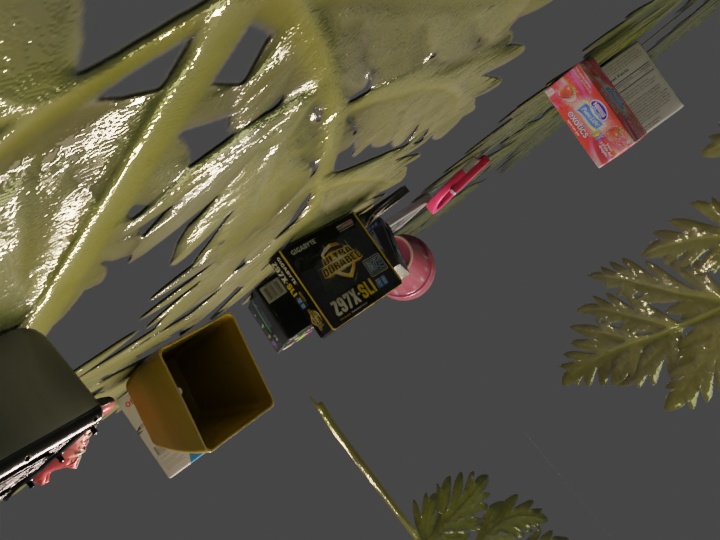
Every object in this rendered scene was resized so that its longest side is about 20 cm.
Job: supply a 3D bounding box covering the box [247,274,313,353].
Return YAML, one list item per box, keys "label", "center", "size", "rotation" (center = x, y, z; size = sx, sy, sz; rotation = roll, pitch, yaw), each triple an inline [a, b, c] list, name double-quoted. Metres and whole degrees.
- label: "box"
  center: [-0.132, 0.068, 1.570]
  size: [0.148, 0.125, 0.200]
  rotation: [-34, 175, -17]

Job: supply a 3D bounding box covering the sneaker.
- label: "sneaker"
  center: [-0.507, 0.300, 1.363]
  size: [0.199, 0.087, 0.074]
  rotation: [-35, 177, -3]

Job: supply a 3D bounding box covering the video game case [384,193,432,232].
- label: "video game case"
  center: [0.073, -0.110, 1.978]
  size: [0.199, 0.023, 0.182]
  rotation: [-33, 175, -32]

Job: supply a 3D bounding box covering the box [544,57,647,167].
- label: "box"
  center: [0.492, -0.330, 1.612]
  size: [0.094, 0.201, 0.102]
  rotation: [-37, 175, 40]

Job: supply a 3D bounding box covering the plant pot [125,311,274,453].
- label: "plant pot"
  center: [-0.318, 0.226, 1.454]
  size: [0.175, 0.202, 0.200]
  rotation: [-24, -177, 36]

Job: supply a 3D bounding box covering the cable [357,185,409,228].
- label: "cable"
  center: [0.015, -0.088, 1.487]
  size: [0.199, 0.051, 0.097]
  rotation: [-33, 177, -19]

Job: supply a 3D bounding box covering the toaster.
- label: "toaster"
  center: [-0.361, 0.162, 0.682]
  size: [0.180, 0.119, 0.200]
  rotation: [-39, 176, 34]

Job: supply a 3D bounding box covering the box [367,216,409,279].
- label: "box"
  center: [0.000, 0.000, 1.722]
  size: [0.199, 0.159, 0.050]
  rotation: [-36, 134, 17]

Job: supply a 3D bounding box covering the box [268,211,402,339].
- label: "box"
  center: [-0.039, 0.004, 1.330]
  size: [0.199, 0.161, 0.049]
  rotation: [-31, 175, -45]

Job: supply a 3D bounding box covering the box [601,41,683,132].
- label: "box"
  center: [0.661, -0.427, 1.933]
  size: [0.183, 0.201, 0.105]
  rotation: [-35, 178, -4]

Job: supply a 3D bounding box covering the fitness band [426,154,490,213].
- label: "fitness band"
  center: [0.245, -0.218, 1.936]
  size: [0.200, 0.037, 0.144]
  rotation: [-43, 177, -13]

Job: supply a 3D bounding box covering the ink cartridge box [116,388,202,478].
- label: "ink cartridge box"
  center: [-0.399, 0.313, 1.654]
  size: [0.145, 0.201, 0.084]
  rotation: [-36, 178, 17]

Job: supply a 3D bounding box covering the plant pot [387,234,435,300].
- label: "plant pot"
  center: [0.112, -0.024, 2.299]
  size: [0.199, 0.201, 0.179]
  rotation: [-35, 160, 5]
